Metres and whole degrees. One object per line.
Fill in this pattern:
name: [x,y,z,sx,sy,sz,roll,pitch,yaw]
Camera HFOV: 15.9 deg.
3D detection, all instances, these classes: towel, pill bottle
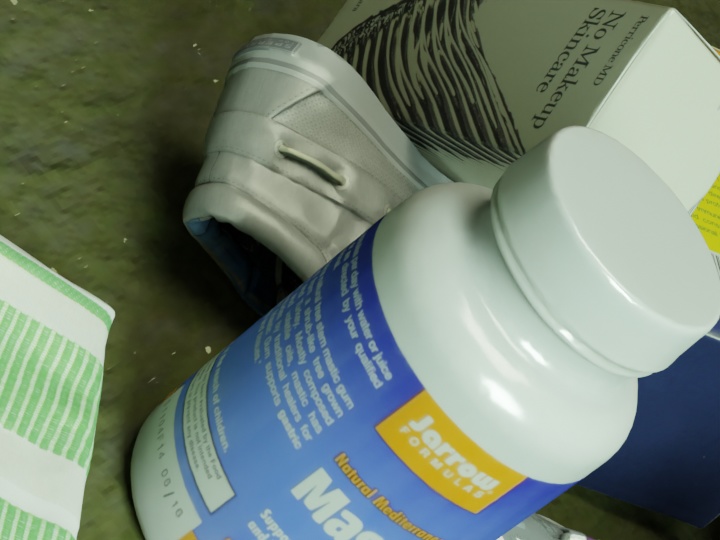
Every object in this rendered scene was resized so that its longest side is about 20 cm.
towel: [-0.146,0.046,0.823,0.152,0.023,0.200,36,33,-26]
pill bottle: [0.023,0.041,0.881,0.112,0.200,0.112,33,35,-27]

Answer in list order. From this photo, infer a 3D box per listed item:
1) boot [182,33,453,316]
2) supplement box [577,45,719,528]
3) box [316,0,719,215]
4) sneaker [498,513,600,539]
boot: [0.000,0.000,1.043,0.200,0.073,0.096,43,57,-35]
supplement box: [0.130,-0.006,1.155,0.109,0.109,0.200,21,42,-31]
box: [0.062,-0.070,1.058,0.068,0.082,0.200,43,-15,-34]
sneaker: [0.136,0.131,0.995,0.200,0.140,0.078,43,31,-15]
